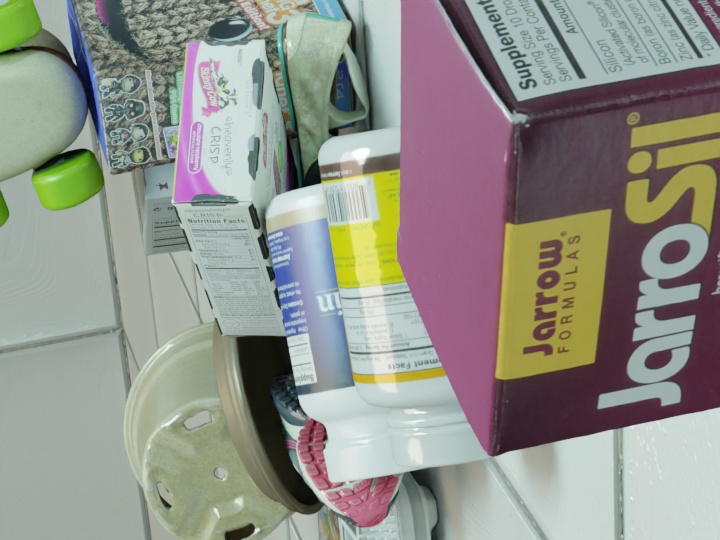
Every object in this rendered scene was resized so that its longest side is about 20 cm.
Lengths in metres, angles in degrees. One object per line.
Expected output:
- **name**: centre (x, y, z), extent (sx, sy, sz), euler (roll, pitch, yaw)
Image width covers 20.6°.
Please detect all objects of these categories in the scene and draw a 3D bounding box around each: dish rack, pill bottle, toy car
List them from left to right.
- **toy car**: centre (-0.292, -0.145, 1.601), extent (0.200, 0.157, 0.165), euler (-99, -9, -68)
- **pill bottle**: centre (0.006, 0.040, 1.367), extent (0.116, 0.115, 0.202), euler (159, 100, -77)
- **dish rack**: centre (0.024, 0.208, 1.591), extent (0.200, 0.043, 0.173), euler (-128, 31, -65)
- **pill bottle**: centre (0.042, 0.012, 1.195), extent (0.109, 0.108, 0.202), euler (-170, 70, -77)

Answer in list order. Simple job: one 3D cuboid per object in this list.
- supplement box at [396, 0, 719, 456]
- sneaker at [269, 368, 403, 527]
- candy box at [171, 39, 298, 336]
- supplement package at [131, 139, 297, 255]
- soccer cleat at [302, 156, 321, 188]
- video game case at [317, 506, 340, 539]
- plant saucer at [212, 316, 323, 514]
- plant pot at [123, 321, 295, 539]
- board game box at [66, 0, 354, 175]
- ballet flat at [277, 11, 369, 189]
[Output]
- **supplement box**: centre (0.118, -0.041, 0.598), extent (0.104, 0.198, 0.132), euler (-113, 17, -46)
- **sneaker**: centre (-0.011, 0.139, 1.488), extent (0.200, 0.080, 0.075), euler (-122, 20, -65)
- **candy box**: centre (-0.088, -0.056, 1.454), extent (0.200, 0.060, 0.137), euler (79, -168, -59)
- **supplement package**: centre (-0.123, -0.134, 1.692), extent (0.111, 0.154, 0.202), euler (104, 156, -65)
- **soccer cleat**: centre (0.000, 0.000, 1.503), extent (0.081, 0.067, 0.201), euler (50, 156, 48)
- **video game case**: centre (-0.016, 0.282, 1.886), extent (0.143, 0.018, 0.201), euler (-117, 20, -51)
- **plant saucer**: centre (-0.072, 0.100, 1.595), extent (0.200, 0.029, 0.202), euler (-17, -90, -75)
- **plant pot**: centre (-0.120, 0.158, 1.746), extent (0.184, 0.199, 0.202), euler (-90, -8, -82)
- **board game box**: centre (-0.121, -0.176, 1.564), extent (0.160, 0.198, 0.097), euler (-116, 18, -48)
- **ballet flat**: centre (-0.023, -0.103, 1.502), extent (0.068, 0.062, 0.201), euler (-83, -11, -50)
